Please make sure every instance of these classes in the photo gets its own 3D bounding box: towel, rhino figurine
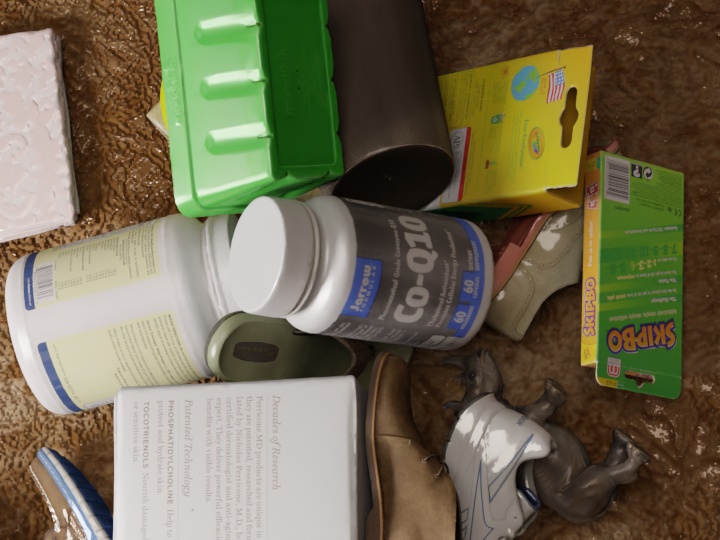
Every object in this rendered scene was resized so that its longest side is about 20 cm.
[{"bbox_3d":[-0.362,-0.117,1.801,0.190,0.032,0.201,-10,74,7],"label":"towel"},{"bbox_3d":[0.143,0.134,1.624,0.200,0.060,0.088,36,95,20],"label":"rhino figurine"}]

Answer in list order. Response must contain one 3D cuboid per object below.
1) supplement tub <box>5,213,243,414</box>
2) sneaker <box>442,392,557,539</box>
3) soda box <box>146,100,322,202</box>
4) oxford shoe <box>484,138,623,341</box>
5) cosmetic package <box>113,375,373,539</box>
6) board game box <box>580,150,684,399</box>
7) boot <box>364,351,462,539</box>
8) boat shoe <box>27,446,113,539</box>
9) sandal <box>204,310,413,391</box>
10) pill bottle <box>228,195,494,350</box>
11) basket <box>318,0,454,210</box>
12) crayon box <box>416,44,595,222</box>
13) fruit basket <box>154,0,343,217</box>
[{"bbox_3d":[-0.190,0.034,1.669,0.199,0.145,0.145,-15,73,7],"label":"supplement tub"},{"bbox_3d":[0.096,0.204,1.582,0.087,0.074,0.201,24,105,20],"label":"sneaker"},{"bbox_3d":[-0.096,-0.092,1.727,0.200,0.064,0.068,43,87,17],"label":"soda box"},{"bbox_3d":[0.168,-0.028,1.670,0.074,0.071,0.200,43,81,-13],"label":"oxford shoe"},{"bbox_3d":[-0.086,0.186,1.597,0.199,0.167,0.167,-4,75,9],"label":"cosmetic package"},{"bbox_3d":[0.231,0.006,1.630,0.095,0.030,0.201,12,71,-32],"label":"board game box"},{"bbox_3d":[0.044,0.161,1.547,0.075,0.074,0.201,-9,70,16],"label":"boot"},{"bbox_3d":[-0.240,0.246,1.661,0.072,0.072,0.200,-35,72,2],"label":"boat shoe"},{"bbox_3d":[-0.037,0.076,1.624,0.057,0.201,0.080,23,108,52],"label":"sandal"},{"bbox_3d":[0.000,0.000,1.584,0.200,0.114,0.114,8,72,-31],"label":"pill bottle"},{"bbox_3d":[-0.001,-0.154,1.664,0.180,0.136,0.200,-31,59,18],"label":"basket"},{"bbox_3d":[0.129,-0.111,1.643,0.200,0.051,0.127,-6,71,47],"label":"crayon box"},{"bbox_3d":[-0.117,-0.146,1.605,0.215,0.155,0.216,5,97,39],"label":"fruit basket"}]
